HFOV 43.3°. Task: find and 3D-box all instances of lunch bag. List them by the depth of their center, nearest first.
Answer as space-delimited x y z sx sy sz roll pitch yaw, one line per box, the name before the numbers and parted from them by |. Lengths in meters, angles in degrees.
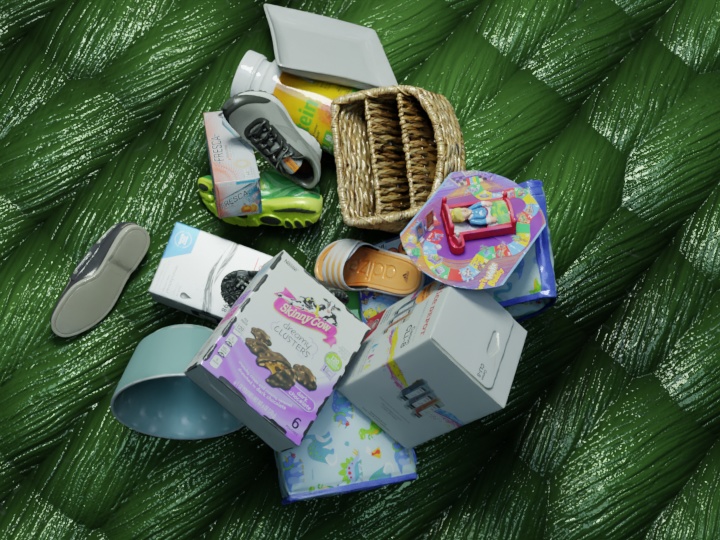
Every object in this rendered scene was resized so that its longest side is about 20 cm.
lunch bag | -0.027 0.232 1.298 0.197 0.128 0.172 -8 76 -12
lunch bag | 0.217 -0.020 1.335 0.126 0.200 0.173 -1 76 -23

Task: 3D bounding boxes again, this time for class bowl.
bowl | -0.247 0.150 1.279 0.198 0.202 0.106 -1 55 -6

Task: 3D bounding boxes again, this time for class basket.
basket | 0.058 -0.165 1.316 0.148 0.142 0.203 7 74 -44

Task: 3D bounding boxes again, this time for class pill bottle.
pill bottle | -0.099 -0.267 1.426 0.198 0.111 0.112 24 75 1

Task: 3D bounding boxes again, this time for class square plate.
square plate | -0.051 -0.345 1.430 0.197 0.029 0.199 8 39 -21

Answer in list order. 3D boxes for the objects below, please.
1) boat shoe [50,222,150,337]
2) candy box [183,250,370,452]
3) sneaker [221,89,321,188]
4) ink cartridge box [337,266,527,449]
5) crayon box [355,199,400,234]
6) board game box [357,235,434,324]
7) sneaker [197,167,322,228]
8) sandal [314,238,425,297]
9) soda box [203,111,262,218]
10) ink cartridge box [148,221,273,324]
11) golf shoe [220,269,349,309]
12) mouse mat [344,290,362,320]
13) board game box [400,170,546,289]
boat shoe | -0.396 0.010 1.363 0.062 0.073 0.201 26 76 46
candy box | -0.106 0.105 1.201 0.167 0.071 0.201 41 59 -12
sneaker | -0.122 -0.192 1.331 0.074 0.200 0.080 -35 45 21
ink cartridge box | 0.099 0.121 1.234 0.144 0.199 0.146 43 44 -16
crayon box | 0.062 -0.148 1.443 0.124 0.052 0.203 13 74 -3
board game box | 0.080 0.013 1.339 0.034 0.198 0.137 9 67 -49
sneaker | -0.155 -0.116 1.413 0.197 0.075 0.084 10 45 2
sandal | 0.002 -0.008 1.342 0.205 0.059 0.080 8 84 39
soda box | -0.193 -0.164 1.361 0.067 0.064 0.201 -8 41 -10
ink cartridge box | -0.202 0.019 1.365 0.197 0.067 0.117 19 74 -1
golf shoe | -0.117 0.036 1.323 0.198 0.094 0.079 15 103 -27
mouse mat | 0.050 0.067 1.410 0.197 0.008 0.163 4 75 -6
board game box | 0.152 -0.068 1.205 0.157 0.039 0.200 29 61 22
